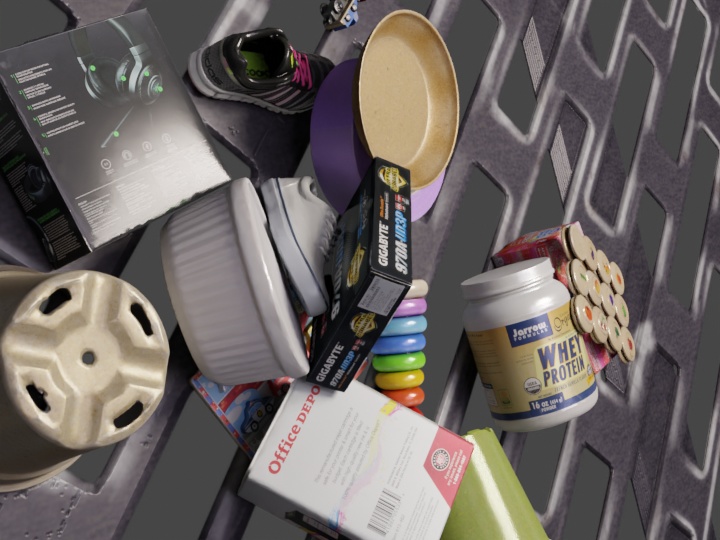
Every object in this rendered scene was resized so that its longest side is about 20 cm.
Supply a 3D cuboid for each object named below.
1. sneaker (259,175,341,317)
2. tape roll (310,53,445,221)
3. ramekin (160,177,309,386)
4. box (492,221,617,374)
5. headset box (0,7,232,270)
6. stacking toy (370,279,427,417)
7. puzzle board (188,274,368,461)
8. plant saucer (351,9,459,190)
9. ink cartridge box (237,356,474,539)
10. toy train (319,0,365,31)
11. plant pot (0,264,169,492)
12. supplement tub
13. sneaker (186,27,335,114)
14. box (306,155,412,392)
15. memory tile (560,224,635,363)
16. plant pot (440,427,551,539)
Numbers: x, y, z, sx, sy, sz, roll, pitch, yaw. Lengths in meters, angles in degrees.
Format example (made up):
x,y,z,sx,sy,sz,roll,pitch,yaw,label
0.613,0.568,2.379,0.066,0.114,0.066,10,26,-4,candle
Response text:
x,y,z,sx,sy,sz,roll,pitch,yaw,label
-0.055,-0.038,0.940,0.073,0.070,0.201,74,-4,-48,sneaker
0.027,-0.157,1.076,0.200,0.065,0.201,-5,96,-53,tape roll
-0.122,0.018,0.864,0.094,0.202,0.203,-17,93,0,ramekin
0.283,0.044,1.269,0.095,0.099,0.201,-30,101,-41,box
-0.248,-0.132,0.839,0.174,0.093,0.201,-35,103,-40,headset box
0.044,0.113,1.067,0.085,0.085,0.201,-3,90,-42,stacking toy
-0.080,0.111,0.989,0.151,0.017,0.200,55,52,-18,puzzle board
0.046,-0.192,1.017,0.200,0.035,0.201,-4,95,-53,plant saucer
-0.005,0.204,0.917,0.199,0.083,0.146,29,60,-1,ink cartridge box
0.000,-0.375,1.157,0.046,0.034,0.201,53,50,-35,toy train
-0.258,0.079,0.727,0.200,0.183,0.202,10,74,-39,plant pot
0.217,0.095,1.170,0.144,0.144,0.201,-21,95,-42,supplement tub
-0.091,-0.227,1.005,0.199,0.087,0.074,-2,82,-42,sneaker
0.000,0.000,0.922,0.046,0.159,0.200,20,37,-14,box
0.327,0.033,1.214,0.200,0.017,0.154,29,52,-48,memory tile
0.124,0.291,1.037,0.199,0.200,0.191,-6,71,-42,plant pot
